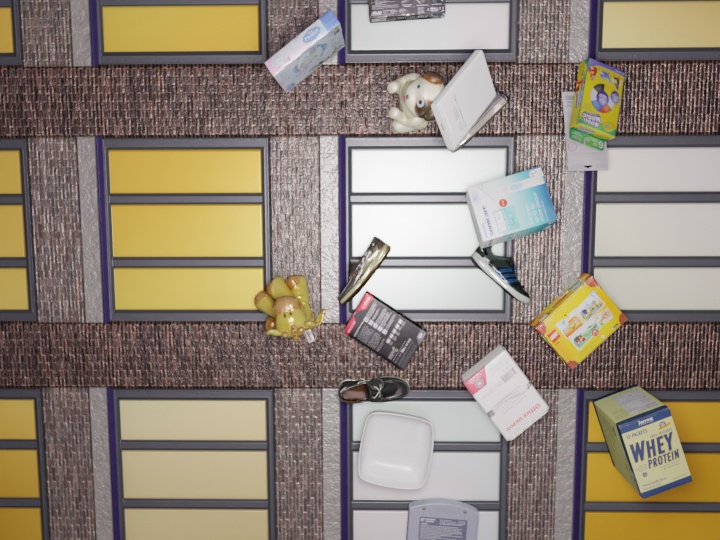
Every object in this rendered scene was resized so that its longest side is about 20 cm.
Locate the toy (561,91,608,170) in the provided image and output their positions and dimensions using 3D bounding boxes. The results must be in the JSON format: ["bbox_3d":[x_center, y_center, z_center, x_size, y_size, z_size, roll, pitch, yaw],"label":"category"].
[{"bbox_3d":[0.571,-0.356,1.654,0.112,0.047,0.206,-2,89,-10],"label":"toy"}]

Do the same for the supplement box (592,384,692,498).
[{"bbox_3d":[0.723,0.436,1.662,0.132,0.200,0.204,-21,95,4],"label":"supplement box"}]

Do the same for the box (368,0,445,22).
[{"bbox_3d":[0.114,-0.722,1.626,0.195,0.050,0.162,-4,96,1],"label":"box"}]

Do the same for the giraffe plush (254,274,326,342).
[{"bbox_3d":[-0.185,0.118,1.665,0.172,0.162,0.201,-41,93,5],"label":"giraffe plush"}]

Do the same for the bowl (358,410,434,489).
[{"bbox_3d":[0.096,0.480,1.743,0.195,0.075,0.205,9,95,0],"label":"bowl"}]

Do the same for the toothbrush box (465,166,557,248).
[{"bbox_3d":[0.383,-0.160,1.646,0.195,0.085,0.150,-15,78,4],"label":"toothbrush box"}]

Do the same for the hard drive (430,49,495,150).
[{"bbox_3d":[0.250,-0.408,1.535,0.201,0.026,0.133,-52,134,-21],"label":"hard drive"}]

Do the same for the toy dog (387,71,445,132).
[{"bbox_3d":[0.156,-0.413,1.583,0.189,0.200,0.143,10,97,0],"label":"toy dog"}]

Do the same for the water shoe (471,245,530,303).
[{"bbox_3d":[0.385,0.005,1.688,0.199,0.072,0.079,40,93,-4],"label":"water shoe"}]

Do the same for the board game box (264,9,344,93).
[{"bbox_3d":[-0.131,-0.532,1.576,0.198,0.200,0.044,-38,92,4],"label":"board game box"}]

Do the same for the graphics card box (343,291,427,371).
[{"bbox_3d":[0.067,0.162,1.722,0.198,0.051,0.127,32,95,-1],"label":"graphics card box"}]

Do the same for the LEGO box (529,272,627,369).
[{"bbox_3d":[0.573,0.133,1.694,0.200,0.077,0.149,-43,94,5],"label":"LEGO box"}]

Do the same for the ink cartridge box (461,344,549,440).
[{"bbox_3d":[0.385,0.326,1.716,0.145,0.085,0.201,-38,92,5],"label":"ink cartridge box"}]

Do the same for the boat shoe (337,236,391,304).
[{"bbox_3d":[0.000,0.000,1.701,0.065,0.073,0.201,40,92,8],"label":"boat shoe"}]

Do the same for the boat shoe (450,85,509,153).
[{"bbox_3d":[0.282,-0.402,1.653,0.200,0.075,0.093,-44,87,-3],"label":"boat shoe"}]

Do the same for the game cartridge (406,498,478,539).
[{"bbox_3d":[0.228,0.706,1.785,0.195,0.041,0.137,5,100,0],"label":"game cartridge"}]

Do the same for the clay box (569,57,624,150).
[{"bbox_3d":[0.594,-0.415,1.613,0.112,0.047,0.205,14,80,-16],"label":"clay box"}]

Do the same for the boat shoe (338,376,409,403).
[{"bbox_3d":[0.037,0.329,1.733,0.195,0.068,0.074,-2,95,0],"label":"boat shoe"}]
